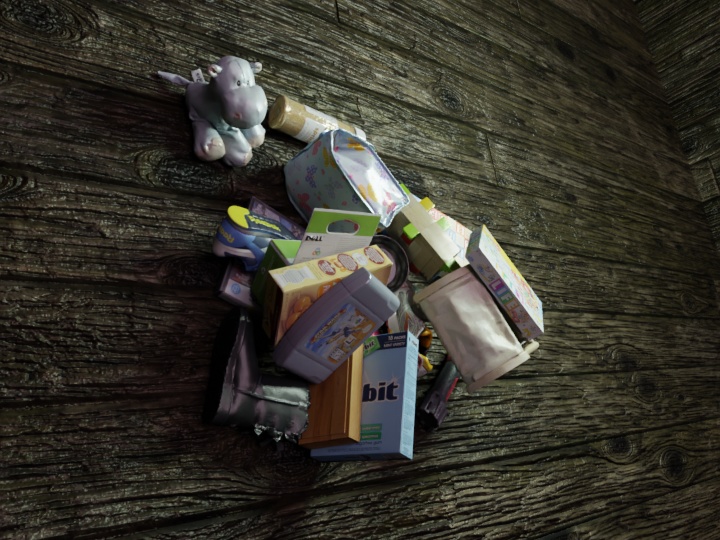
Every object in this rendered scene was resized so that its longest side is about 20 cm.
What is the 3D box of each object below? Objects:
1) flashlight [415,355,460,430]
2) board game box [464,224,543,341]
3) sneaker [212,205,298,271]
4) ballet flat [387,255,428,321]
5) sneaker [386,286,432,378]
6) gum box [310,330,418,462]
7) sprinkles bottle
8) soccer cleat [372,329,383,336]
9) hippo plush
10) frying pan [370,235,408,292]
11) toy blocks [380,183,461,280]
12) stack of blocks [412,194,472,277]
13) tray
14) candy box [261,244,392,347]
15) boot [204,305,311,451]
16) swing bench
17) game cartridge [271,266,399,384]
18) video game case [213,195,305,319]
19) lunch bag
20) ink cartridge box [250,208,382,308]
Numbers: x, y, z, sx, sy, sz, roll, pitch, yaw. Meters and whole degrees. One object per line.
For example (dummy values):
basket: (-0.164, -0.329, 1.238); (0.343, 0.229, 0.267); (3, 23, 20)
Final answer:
flashlight: (0.177, 0.229, 1.280); (0.067, 0.068, 0.201); (32, 52, 6)
board game box: (0.273, 0.020, 1.205); (0.201, 0.034, 0.135); (52, 24, -9)
sneaker: (-0.164, -0.041, 1.061); (0.199, 0.083, 0.074); (22, 20, -50)
ballet flat: (0.085, 0.050, 1.284); (0.200, 0.076, 0.064); (45, 79, -11)
sneaker: (0.095, 0.115, 1.177); (0.078, 0.081, 0.202); (55, 25, -46)
gum box: (0.008, 0.210, 1.058); (0.045, 0.168, 0.202); (43, 45, -47)
sprinkles bottle: (-0.084, -0.281, 1.271); (0.198, 0.068, 0.069); (16, 61, -35)
soccer cleat: (0.010, 0.175, 1.151); (0.201, 0.086, 0.070); (-101, 164, -45)
hippo plush: (-0.215, -0.296, 1.096); (0.158, 0.160, 0.202); (-20, 85, -44)
frying pan: (0.012, 0.013, 1.196); (0.190, 0.031, 0.115); (-40, 93, -24)
toy blocks: (0.105, -0.051, 1.269); (0.100, 0.137, 0.200); (-34, 78, -34)
stack of blocks: (0.157, -0.067, 1.393); (0.199, 0.058, 0.116); (27, 55, -30)
tray: (-0.047, 0.186, 1.058); (0.037, 0.098, 0.202); (42, 41, -46)
candy box: (-0.052, 0.038, 1.007); (0.198, 0.116, 0.055); (-14, 46, -31)
boot: (-0.152, 0.171, 1.005); (0.161, 0.073, 0.201); (23, 60, -33)
swing bench: (0.222, 0.098, 1.201); (0.200, 0.129, 0.200); (60, 19, 10)
game cartridge: (-0.038, 0.089, 0.996); (0.042, 0.200, 0.133); (49, 5, 32)
video game case: (-0.147, -0.005, 1.120); (0.180, 0.025, 0.202); (31, 53, -27)
lunch bag: (-0.034, -0.155, 1.187); (0.200, 0.169, 0.127); (50, 48, -11)
ink cartridge box: (-0.071, -0.027, 1.036); (0.147, 0.201, 0.076); (1, 34, -42)
